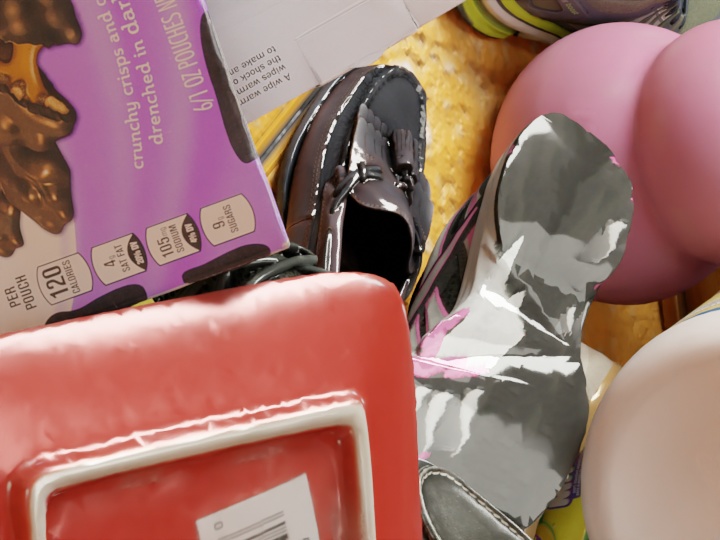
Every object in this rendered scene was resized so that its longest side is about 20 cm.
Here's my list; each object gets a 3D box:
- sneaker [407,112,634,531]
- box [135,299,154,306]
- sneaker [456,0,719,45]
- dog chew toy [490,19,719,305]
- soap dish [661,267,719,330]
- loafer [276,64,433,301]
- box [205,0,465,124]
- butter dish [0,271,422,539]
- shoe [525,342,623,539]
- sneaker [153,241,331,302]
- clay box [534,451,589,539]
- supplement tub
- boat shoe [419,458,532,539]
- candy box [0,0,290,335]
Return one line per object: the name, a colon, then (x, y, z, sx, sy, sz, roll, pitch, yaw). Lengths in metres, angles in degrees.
sneaker: (0.048, 0.039, 1.141, 0.080, 0.086, 0.201, 34, 60, -10)
box: (-0.130, -0.015, 0.973, 0.050, 0.075, 0.201, -47, 119, -44)
sneaker: (0.124, -0.131, 1.302, 0.200, 0.081, 0.074, 3, 81, -51)
dog chew toy: (0.154, -0.053, 1.227, 0.124, 0.199, 0.125, 11, 76, -47)
soap dish: (0.207, 0.006, 1.329, 0.081, 0.157, 0.201, -6, 87, -35)
loafer: (0.000, 0.000, 1.137, 0.072, 0.063, 0.201, 43, 52, -35)
box: (-0.043, -0.153, 0.954, 0.177, 0.199, 0.097, 60, 0, -21)
butter dish: (-0.087, 0.105, 0.909, 0.199, 0.147, 0.201, -10, 101, -38)
shoe: (0.044, 0.097, 1.174, 0.053, 0.070, 0.200, 43, 53, -9)
sneaker: (-0.049, -0.010, 1.042, 0.076, 0.114, 0.201, 1, 78, -51)
clay box: (0.124, 0.147, 1.273, 0.200, 0.047, 0.115, 48, 50, -35)
supplement tub: (0.181, 0.072, 1.158, 0.200, 0.144, 0.145, -25, 103, -68)
boat shoe: (0.074, 0.135, 1.012, 0.072, 0.071, 0.200, -19, 63, -49)
candy box: (-0.143, -0.055, 0.872, 0.072, 0.199, 0.169, -123, -167, -77)
